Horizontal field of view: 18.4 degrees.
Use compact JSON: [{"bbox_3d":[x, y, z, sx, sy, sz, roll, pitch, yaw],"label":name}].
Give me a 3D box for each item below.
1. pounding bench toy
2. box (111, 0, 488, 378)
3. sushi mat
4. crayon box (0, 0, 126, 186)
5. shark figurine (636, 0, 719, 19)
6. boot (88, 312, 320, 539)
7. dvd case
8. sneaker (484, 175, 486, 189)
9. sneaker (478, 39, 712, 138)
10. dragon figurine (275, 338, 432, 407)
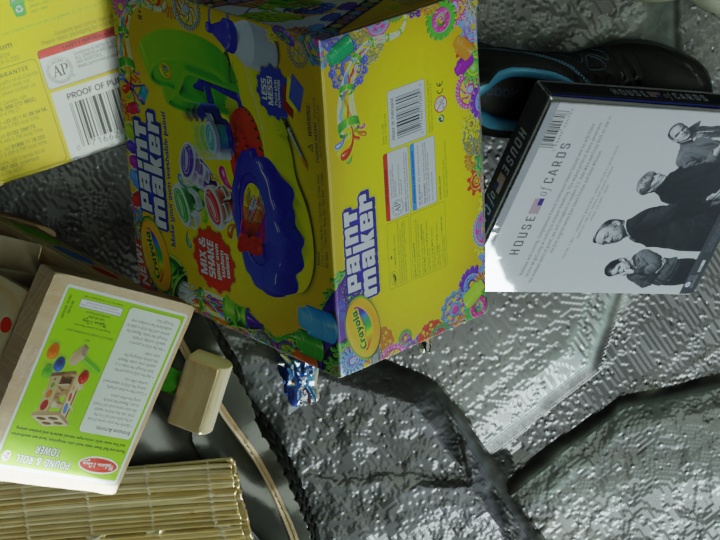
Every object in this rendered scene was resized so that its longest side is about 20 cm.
[{"bbox_3d":[-0.192,0.045,1.347,0.200,0.156,0.125,16,99,-54],"label":"pounding bench toy"},{"bbox_3d":[-0.036,-0.073,1.303,0.122,0.192,0.201,-22,119,-36],"label":"box"},{"bbox_3d":[-0.168,0.168,1.434,0.199,0.012,0.096,-6,120,9],"label":"sushi mat"},{"bbox_3d":[-0.198,-0.164,1.338,0.126,0.051,0.201,-18,112,-9],"label":"crayon box"},{"bbox_3d":[0.216,-0.242,1.404,0.090,0.127,0.215,-65,151,-32],"label":"shark figurine"},{"bbox_3d":[-0.118,0.137,1.454,0.138,0.077,0.201,-27,102,1],"label":"boot"},{"bbox_3d":[0.166,-0.050,1.434,0.199,0.025,0.151,1,126,-34],"label":"dvd case"},{"bbox_3d":[0.001,-0.110,1.383,0.078,0.066,0.201,-32,83,38],"label":"sneaker"},{"bbox_3d":[0.140,-0.107,1.431,0.199,0.082,0.074,-2,106,-16],"label":"sneaker"},{"bbox_3d":[0.000,0.000,1.437,0.099,0.059,0.201,4,112,-22],"label":"dragon figurine"}]
